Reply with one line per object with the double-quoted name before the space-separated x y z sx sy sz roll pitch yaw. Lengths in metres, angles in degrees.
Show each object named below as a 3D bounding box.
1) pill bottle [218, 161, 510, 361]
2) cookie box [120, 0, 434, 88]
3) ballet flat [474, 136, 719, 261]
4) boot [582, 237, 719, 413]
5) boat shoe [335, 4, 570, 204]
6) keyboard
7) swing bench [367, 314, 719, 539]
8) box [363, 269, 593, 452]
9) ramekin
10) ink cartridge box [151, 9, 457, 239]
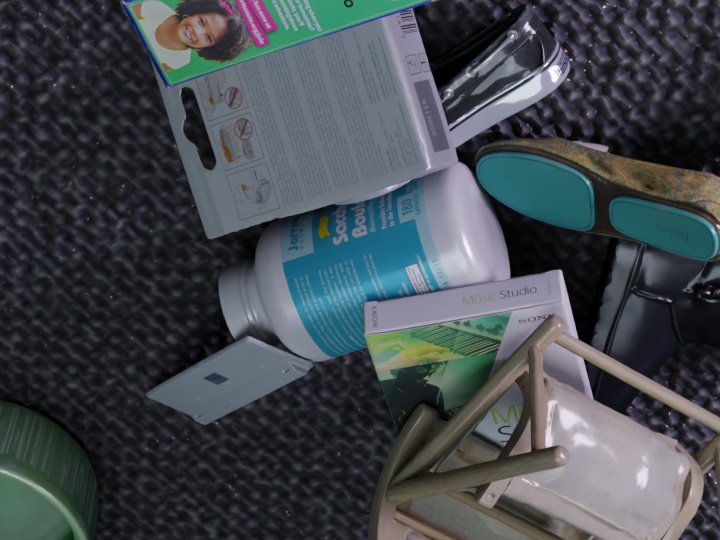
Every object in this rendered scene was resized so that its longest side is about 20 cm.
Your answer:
"pill bottle" 0.000 0.000 1.754 0.200 0.111 0.111 -19 122 17
"cookie box" -0.042 -0.220 1.564 0.200 0.171 0.075 -17 125 17
"ballet flat" 0.181 -0.059 1.716 0.200 0.071 0.071 18 130 24
"boot" 0.252 0.054 1.789 0.168 0.076 0.200 13 120 1
"boat shoe" 0.046 -0.118 1.688 0.199 0.074 0.068 -28 118 21
"keyboard" -0.102 0.083 1.824 0.056 0.011 0.200 30 154 -17
"swing bench" 0.142 0.162 1.711 0.199 0.130 0.200 29 134 -29
"box" 0.093 0.088 1.743 0.144 0.036 0.200 -10 134 9
"ramekin" -0.305 0.198 1.935 0.200 0.098 0.200 2 126 3
"ink cartridge box" -0.043 -0.122 1.676 0.200 0.047 0.160 -16 92 35
